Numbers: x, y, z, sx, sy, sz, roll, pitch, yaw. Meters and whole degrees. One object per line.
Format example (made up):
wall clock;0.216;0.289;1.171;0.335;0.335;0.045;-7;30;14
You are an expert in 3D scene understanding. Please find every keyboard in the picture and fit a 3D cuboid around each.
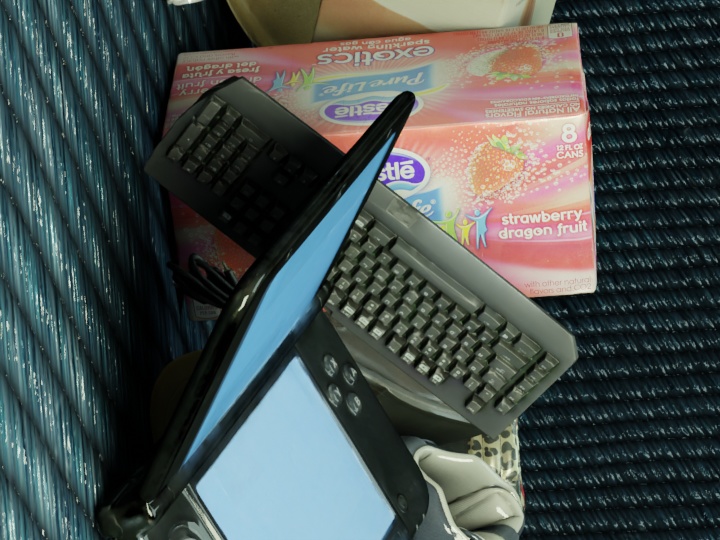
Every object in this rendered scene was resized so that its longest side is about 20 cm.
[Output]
keyboard;-0.012;0.008;1.076;0.127;0.200;0.021;-47;-172;43

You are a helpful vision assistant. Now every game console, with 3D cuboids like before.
game console;-0.009;0.056;0.962;0.176;0.116;0.200;59;30;-12

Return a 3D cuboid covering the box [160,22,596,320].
box;0.011;-0.048;1.164;0.095;0.199;0.103;-87;172;-58

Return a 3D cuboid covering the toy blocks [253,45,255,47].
toy blocks;-0.036;-0.152;1.484;0.137;0.099;0.201;108;-20;-70

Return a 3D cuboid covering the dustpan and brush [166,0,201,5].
dustpan and brush;-0.050;-0.179;1.246;0.200;0.139;0.057;-28;93;-55

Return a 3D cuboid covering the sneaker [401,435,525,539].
sneaker;0.027;0.185;1.320;0.077;0.146;0.203;-43;119;-59

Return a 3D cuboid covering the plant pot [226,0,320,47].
plant pot;0.005;-0.189;1.400;0.027;0.199;0.201;161;-73;-69

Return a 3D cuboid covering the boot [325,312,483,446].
boot;0.000;0.000;1.357;0.200;0.069;0.175;23;57;-38

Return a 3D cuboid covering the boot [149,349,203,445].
boot;-0.044;0.133;1.108;0.155;0.072;0.201;1;76;-86

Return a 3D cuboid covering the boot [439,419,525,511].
boot;0.020;0.158;1.423;0.074;0.153;0.205;75;14;-73

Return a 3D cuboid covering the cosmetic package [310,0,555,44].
cosmetic package;0.033;-0.111;1.249;0.087;0.103;0.201;-42;151;-53
